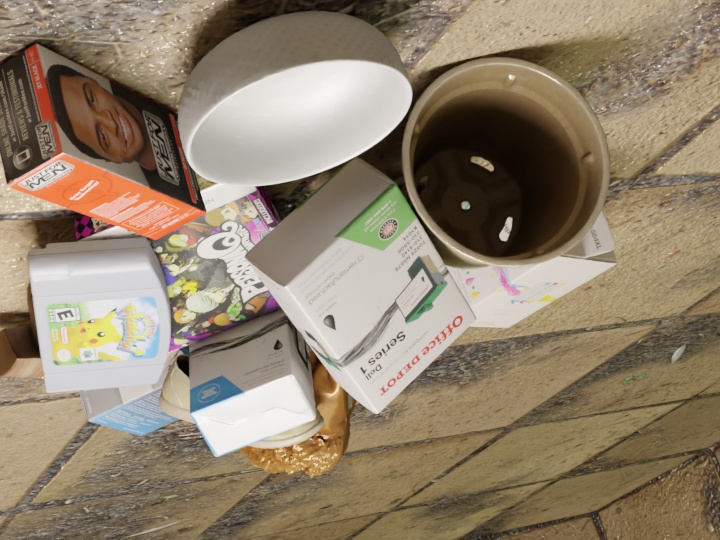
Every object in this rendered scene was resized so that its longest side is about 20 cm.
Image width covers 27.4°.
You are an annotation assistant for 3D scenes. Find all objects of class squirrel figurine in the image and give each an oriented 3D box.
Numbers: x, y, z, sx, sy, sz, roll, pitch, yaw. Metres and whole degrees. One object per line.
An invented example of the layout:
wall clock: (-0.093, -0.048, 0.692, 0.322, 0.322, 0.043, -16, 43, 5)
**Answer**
squirrel figurine: (-0.101, 0.143, 1.714, 0.186, 0.201, 0.142, 7, -174, 9)

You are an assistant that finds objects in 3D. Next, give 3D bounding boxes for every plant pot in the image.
plant pot: (0.120, -0.083, 1.454, 0.199, 0.202, 0.184, -14, 171, -13)

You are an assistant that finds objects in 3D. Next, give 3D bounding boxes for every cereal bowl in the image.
cereal bowl: (-0.061, -0.153, 1.230, 0.199, 0.084, 0.200, -16, 161, -6)

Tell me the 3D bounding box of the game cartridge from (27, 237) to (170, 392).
game cartridge: (-0.255, 0.049, 1.468, 0.133, 0.041, 0.201, -7, 139, -11)

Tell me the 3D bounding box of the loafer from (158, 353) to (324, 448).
loafer: (-0.135, 0.141, 1.628, 0.199, 0.069, 0.076, 10, -152, 20)

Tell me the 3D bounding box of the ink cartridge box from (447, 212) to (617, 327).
ink cartridge box: (0.183, -0.035, 1.690, 0.125, 0.129, 0.200, 4, 150, -46)

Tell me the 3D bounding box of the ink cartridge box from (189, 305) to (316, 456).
ink cartridge box: (-0.117, 0.089, 1.554, 0.115, 0.200, 0.068, -21, 124, 7)

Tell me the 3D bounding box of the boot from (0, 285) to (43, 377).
boot: (-0.290, 0.054, 1.592, 0.155, 0.077, 0.200, -5, 147, -51)

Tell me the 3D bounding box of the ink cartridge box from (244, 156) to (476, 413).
ink cartridge box: (0.005, 0.017, 1.413, 0.146, 0.084, 0.200, -43, 130, -10)

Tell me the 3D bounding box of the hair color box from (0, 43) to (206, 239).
hair color box: (-0.213, -0.100, 1.210, 0.061, 0.102, 0.200, -25, 160, 21)

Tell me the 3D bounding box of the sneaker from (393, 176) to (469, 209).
sneaker: (0.024, -0.058, 1.588, 0.199, 0.077, 0.081, -18, 149, -13)

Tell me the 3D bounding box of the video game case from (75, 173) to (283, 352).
video game case: (-0.159, -0.014, 1.478, 0.180, 0.036, 0.200, -21, 138, 7)

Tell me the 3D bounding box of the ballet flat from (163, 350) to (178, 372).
ballet flat: (-0.206, 0.040, 1.636, 0.067, 0.068, 0.200, -40, 169, -50)

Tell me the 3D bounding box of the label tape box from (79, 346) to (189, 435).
label tape box: (-0.234, 0.135, 1.865, 0.199, 0.066, 0.143, -26, 159, 12)
